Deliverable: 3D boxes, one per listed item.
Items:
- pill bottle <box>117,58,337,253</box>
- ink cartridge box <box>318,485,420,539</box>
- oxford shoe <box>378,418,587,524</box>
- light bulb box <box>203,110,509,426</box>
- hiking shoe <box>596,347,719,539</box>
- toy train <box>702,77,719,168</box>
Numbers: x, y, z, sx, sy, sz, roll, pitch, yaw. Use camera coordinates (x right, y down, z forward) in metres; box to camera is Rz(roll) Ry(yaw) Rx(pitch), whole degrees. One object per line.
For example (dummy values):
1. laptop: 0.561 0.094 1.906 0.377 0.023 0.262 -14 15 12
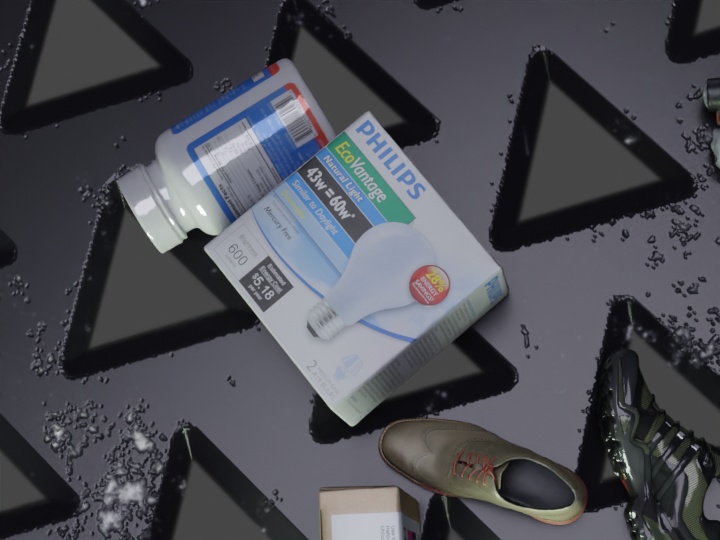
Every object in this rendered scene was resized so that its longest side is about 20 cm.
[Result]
1. pill bottle: -0.125 -0.104 1.632 0.199 0.112 0.113 -31 77 0
2. ink cartridge box: 0.013 0.294 1.508 0.074 0.165 0.202 -3 79 6
3. oxford shoe: 0.110 0.175 1.566 0.198 0.075 0.071 14 81 9
4. light bulb box: 0.000 0.000 1.590 0.200 0.125 0.199 -40 77 -2
5. hiking shoe: 0.277 0.163 1.559 0.100 0.076 0.202 -14 86 -5
6. toy train: 0.417 -0.143 1.589 0.198 0.085 0.115 -3 87 15
